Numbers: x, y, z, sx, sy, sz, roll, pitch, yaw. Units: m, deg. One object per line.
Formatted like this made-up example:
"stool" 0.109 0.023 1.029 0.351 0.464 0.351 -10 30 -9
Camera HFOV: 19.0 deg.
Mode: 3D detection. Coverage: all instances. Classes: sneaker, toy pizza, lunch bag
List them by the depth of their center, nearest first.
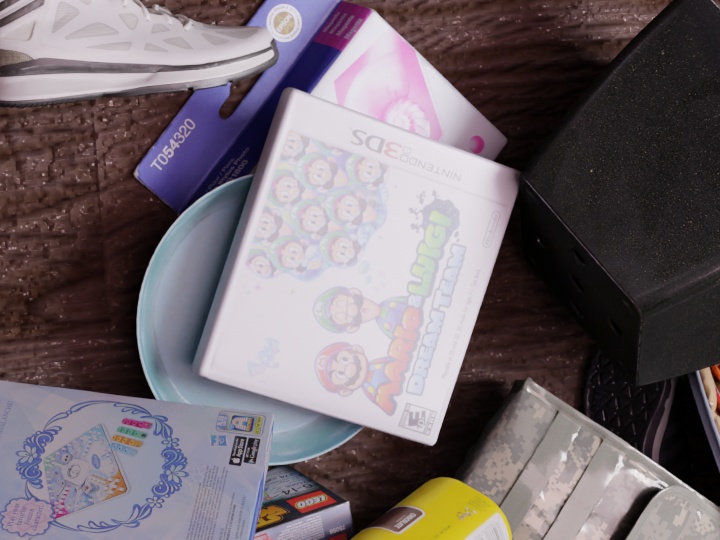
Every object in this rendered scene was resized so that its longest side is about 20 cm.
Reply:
"sneaker" -0.151 -0.173 1.412 0.200 0.076 0.116 -8 99 -21
"lunch bag" 0.153 0.197 1.523 0.200 0.118 0.164 34 86 0
"toy pizza" 0.286 0.146 1.584 0.032 0.200 0.200 -21 105 11
"sneaker" 0.213 0.130 1.625 0.083 0.072 0.200 9 90 -52

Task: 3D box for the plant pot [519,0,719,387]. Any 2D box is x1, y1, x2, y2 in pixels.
"plant pot" 0.221 -0.037 1.503 0.177 0.200 0.200 -35 67 -11

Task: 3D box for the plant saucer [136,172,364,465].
"plant saucer" -0.059 0.031 1.460 0.200 0.027 0.200 -3 98 -23

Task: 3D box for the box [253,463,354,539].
"box" -0.121 0.179 1.419 0.200 0.137 0.040 -16 108 -24

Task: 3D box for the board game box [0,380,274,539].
"board game box" -0.165 0.156 1.336 0.199 0.200 0.043 8 129 2

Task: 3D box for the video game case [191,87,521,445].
"video game case" 0.000 0.000 1.453 0.182 0.024 0.200 18 90 -23

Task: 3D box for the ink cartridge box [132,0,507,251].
"ink cartridge box" -0.024 -0.078 1.500 0.200 0.043 0.196 41 78 -23

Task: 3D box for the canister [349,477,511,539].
"canister" 0.008 0.231 1.373 0.200 0.086 0.149 -29 141 -52
